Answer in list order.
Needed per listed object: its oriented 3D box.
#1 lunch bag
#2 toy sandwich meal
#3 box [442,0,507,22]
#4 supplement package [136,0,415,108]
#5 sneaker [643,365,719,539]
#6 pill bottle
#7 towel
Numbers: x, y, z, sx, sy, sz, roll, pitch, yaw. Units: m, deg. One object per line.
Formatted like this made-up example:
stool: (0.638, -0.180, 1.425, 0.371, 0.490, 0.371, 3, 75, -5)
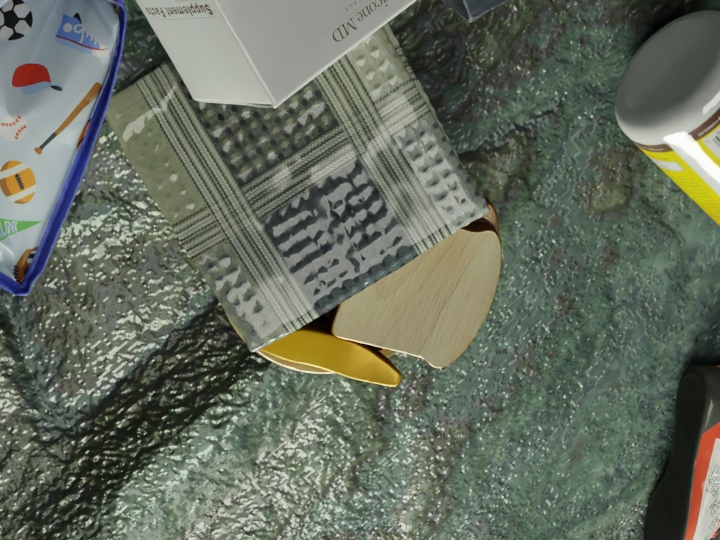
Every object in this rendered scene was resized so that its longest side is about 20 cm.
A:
lunch bag: (-0.212, -0.120, 0.872, 0.123, 0.170, 0.201, 19, 108, -32)
toy sandwich meal: (0.000, 0.000, 1.063, 0.203, 0.070, 0.207, -8, 117, -16)
box: (0.097, -0.294, 0.925, 0.195, 0.124, 0.201, -29, 121, -6)
supplement package: (-0.077, -0.210, 0.872, 0.121, 0.119, 0.201, -39, 114, -19)
sneaker: (0.304, 0.173, 1.260, 0.107, 0.067, 0.204, 1, 112, -18)
pill bottle: (0.280, -0.087, 1.100, 0.200, 0.109, 0.109, 38, 98, -30)
towel: (-0.042, -0.077, 1.003, 0.191, 0.035, 0.201, -31, 99, -1)
